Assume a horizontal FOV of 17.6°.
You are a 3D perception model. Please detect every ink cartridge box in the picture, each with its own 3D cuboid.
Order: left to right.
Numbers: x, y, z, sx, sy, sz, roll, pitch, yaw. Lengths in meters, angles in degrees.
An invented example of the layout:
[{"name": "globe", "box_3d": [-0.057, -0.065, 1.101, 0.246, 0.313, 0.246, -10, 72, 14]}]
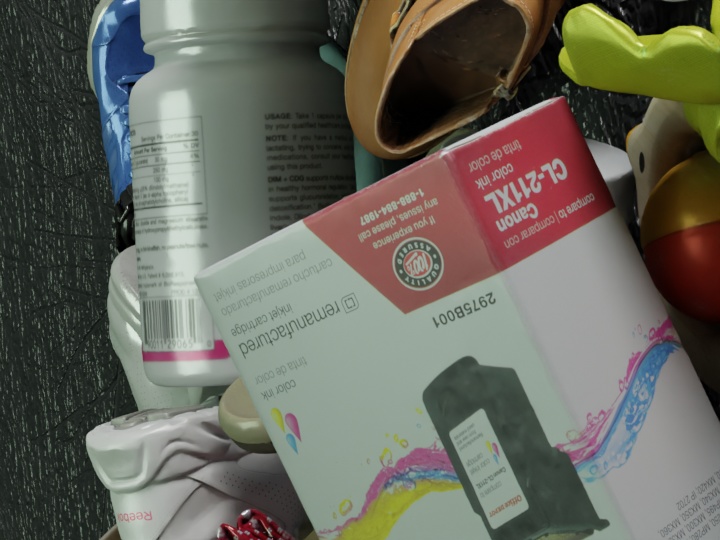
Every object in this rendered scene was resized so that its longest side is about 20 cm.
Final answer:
[{"name": "ink cartridge box", "box_3d": [0.048, 0.058, 0.880, 0.145, 0.083, 0.201, -25, 91, 41]}]

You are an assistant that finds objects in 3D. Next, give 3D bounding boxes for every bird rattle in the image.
[{"name": "bird rattle", "box_3d": [0.150, -0.014, 0.856, 0.163, 0.112, 0.201, 131, 119, -74]}]

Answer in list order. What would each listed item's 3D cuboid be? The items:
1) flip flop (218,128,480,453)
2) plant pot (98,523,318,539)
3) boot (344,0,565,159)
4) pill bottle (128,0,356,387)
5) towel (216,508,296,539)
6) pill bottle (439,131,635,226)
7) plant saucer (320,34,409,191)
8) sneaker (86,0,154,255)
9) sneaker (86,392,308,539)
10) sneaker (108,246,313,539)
[{"name": "flip flop", "box_3d": [0.000, 0.000, 1.076, 0.081, 0.200, 0.058, 7, 137, 54]}, {"name": "plant pot", "box_3d": [-0.057, 0.218, 1.263, 0.135, 0.200, 0.200, 59, 172, -33]}, {"name": "boot", "box_3d": [0.031, -0.090, 0.997, 0.200, 0.073, 0.155, -60, 6, 39]}, {"name": "pill bottle", "box_3d": [-0.058, -0.046, 1.171, 0.113, 0.113, 0.201, 179, 88, -67]}, {"name": "towel", "box_3d": [0.030, 0.175, 1.016, 0.199, 0.023, 0.145, 30, 164, 12]}, {"name": "pill bottle", "box_3d": [0.067, 0.047, 0.992, 0.112, 0.112, 0.201, -144, 53, -61]}, {"name": "plant saucer", "box_3d": [-0.009, -0.030, 1.254, 0.201, 0.038, 0.202, 176, 90, -67]}, {"name": "sneaker", "box_3d": [-0.125, -0.074, 1.465, 0.111, 0.076, 0.201, -132, 39, -64]}, {"name": "sneaker", "box_3d": [-0.054, 0.108, 1.139, 0.078, 0.199, 0.100, -6, 92, 41]}, {"name": "sneaker", "box_3d": [-0.081, 0.082, 1.266, 0.200, 0.075, 0.089, 58, 143, 34]}]
